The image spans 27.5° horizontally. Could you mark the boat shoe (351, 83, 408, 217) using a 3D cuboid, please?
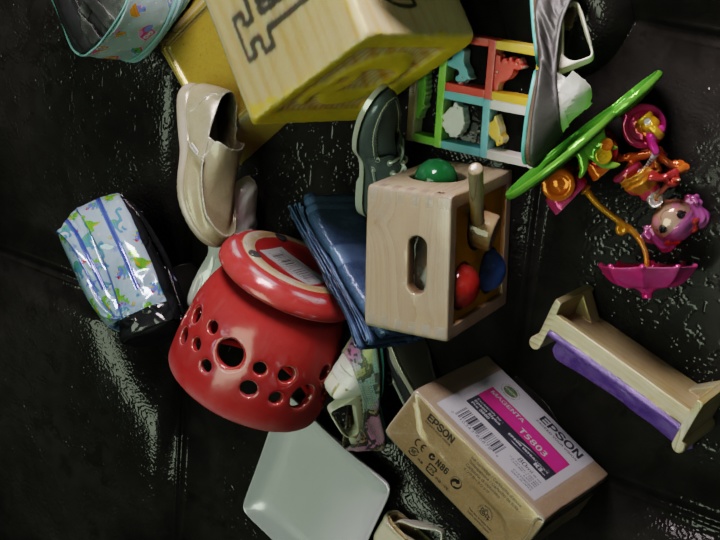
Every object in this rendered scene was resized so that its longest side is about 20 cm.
[{"bbox_3d":[0.034,-0.124,1.644,0.062,0.073,0.201,32,146,23],"label":"boat shoe"}]

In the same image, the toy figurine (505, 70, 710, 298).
[{"bbox_3d":[0.281,-0.069,1.496,0.200,0.150,0.184,-39,92,13],"label":"toy figurine"}]

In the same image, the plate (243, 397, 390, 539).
[{"bbox_3d":[-0.052,0.287,1.872,0.199,0.032,0.201,38,123,29],"label":"plate"}]

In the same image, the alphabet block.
[{"bbox_3d":[-0.032,-0.290,1.584,0.196,0.195,0.201,-32,76,40],"label":"alphabet block"}]

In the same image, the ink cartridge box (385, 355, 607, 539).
[{"bbox_3d":[0.151,0.201,1.620,0.200,0.164,0.075,44,122,18],"label":"ink cartridge box"}]

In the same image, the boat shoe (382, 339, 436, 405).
[{"bbox_3d":[0.053,0.133,1.734,0.063,0.073,0.201,-25,92,36],"label":"boat shoe"}]

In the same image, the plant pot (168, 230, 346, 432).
[{"bbox_3d":[-0.107,0.064,1.760,0.200,0.200,0.183,35,112,24],"label":"plant pot"}]

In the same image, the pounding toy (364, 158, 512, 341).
[{"bbox_3d":[0.098,-0.040,1.576,0.141,0.184,0.201,10,109,28],"label":"pounding toy"}]

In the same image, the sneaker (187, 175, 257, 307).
[{"bbox_3d":[-0.148,-0.022,1.851,0.088,0.075,0.201,25,119,9],"label":"sneaker"}]

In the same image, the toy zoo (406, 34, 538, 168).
[{"bbox_3d":[0.141,-0.188,1.608,0.199,0.020,0.132,15,112,33],"label":"toy zoo"}]

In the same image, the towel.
[{"bbox_3d":[0.000,0.000,1.691,0.049,0.111,0.201,-45,63,32],"label":"towel"}]

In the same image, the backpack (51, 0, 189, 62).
[{"bbox_3d":[-0.292,-0.354,1.789,0.176,0.153,0.201,-42,52,34],"label":"backpack"}]

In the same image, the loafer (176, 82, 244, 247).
[{"bbox_3d":[-0.175,-0.129,1.755,0.068,0.076,0.202,-9,88,31],"label":"loafer"}]

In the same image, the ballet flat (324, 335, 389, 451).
[{"bbox_3d":[-0.006,0.147,1.740,0.069,0.071,0.201,-118,17,-45],"label":"ballet flat"}]

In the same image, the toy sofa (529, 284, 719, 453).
[{"bbox_3d":[0.279,0.112,1.552,0.200,0.083,0.098,37,121,23],"label":"toy sofa"}]

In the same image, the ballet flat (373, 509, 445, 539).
[{"bbox_3d":[0.101,0.349,1.769,0.199,0.069,0.070,26,117,29],"label":"ballet flat"}]

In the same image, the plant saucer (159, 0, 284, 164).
[{"bbox_3d":[-0.157,-0.255,1.794,0.200,0.048,0.201,-36,81,38],"label":"plant saucer"}]

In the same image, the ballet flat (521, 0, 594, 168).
[{"bbox_3d":[0.202,-0.202,1.496,0.068,0.068,0.202,1,77,16],"label":"ballet flat"}]

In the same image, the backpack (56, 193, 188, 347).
[{"bbox_3d":[-0.307,-0.002,1.915,0.153,0.163,0.201,-13,82,0],"label":"backpack"}]
